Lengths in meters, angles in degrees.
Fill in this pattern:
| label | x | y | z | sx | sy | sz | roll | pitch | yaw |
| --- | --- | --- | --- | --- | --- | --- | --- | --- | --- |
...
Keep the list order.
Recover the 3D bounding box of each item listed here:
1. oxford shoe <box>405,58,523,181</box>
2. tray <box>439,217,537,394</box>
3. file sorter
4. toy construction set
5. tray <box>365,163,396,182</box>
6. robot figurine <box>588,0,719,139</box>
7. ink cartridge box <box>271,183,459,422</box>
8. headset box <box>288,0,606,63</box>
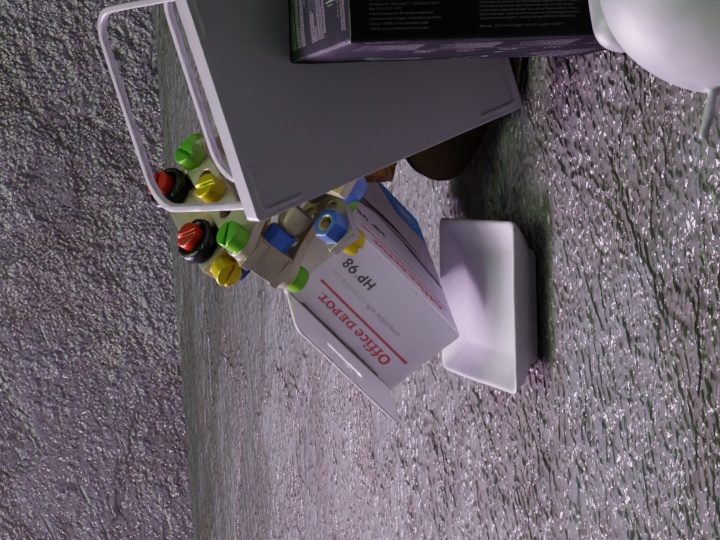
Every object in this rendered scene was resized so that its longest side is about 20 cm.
| label | x | y | z | sx | sy | sz | roll | pitch | yaw |
| --- | --- | --- | --- | --- | --- | --- | --- | --- | --- |
| oxford shoe | 0.063 | -0.120 | 1.420 | 0.200 | 0.073 | 0.084 | 99 | 160 | -49 |
| tray | 0.085 | 0.019 | 1.458 | 0.200 | 0.022 | 0.107 | -168 | 76 | -79 |
| file sorter | -0.033 | -0.128 | 1.316 | 0.125 | 0.200 | 0.139 | 2 | 113 | 56 |
| toy construction set | -0.066 | -0.060 | 1.460 | 0.131 | 0.092 | 0.200 | -46 | 27 | 12 |
| tray | 0.016 | -0.161 | 1.541 | 0.200 | 0.037 | 0.099 | -78 | -17 | -49 |
| robot figurine | 0.144 | -0.154 | 0.880 | 0.170 | 0.113 | 0.200 | -43 | 48 | 51 |
| ink cartridge box | 0.000 | 0.000 | 1.517 | 0.116 | 0.067 | 0.200 | 44 | -165 | -30 |
| headset box | 0.058 | -0.160 | 1.168 | 0.200 | 0.174 | 0.093 | -170 | 78 | -80 |
